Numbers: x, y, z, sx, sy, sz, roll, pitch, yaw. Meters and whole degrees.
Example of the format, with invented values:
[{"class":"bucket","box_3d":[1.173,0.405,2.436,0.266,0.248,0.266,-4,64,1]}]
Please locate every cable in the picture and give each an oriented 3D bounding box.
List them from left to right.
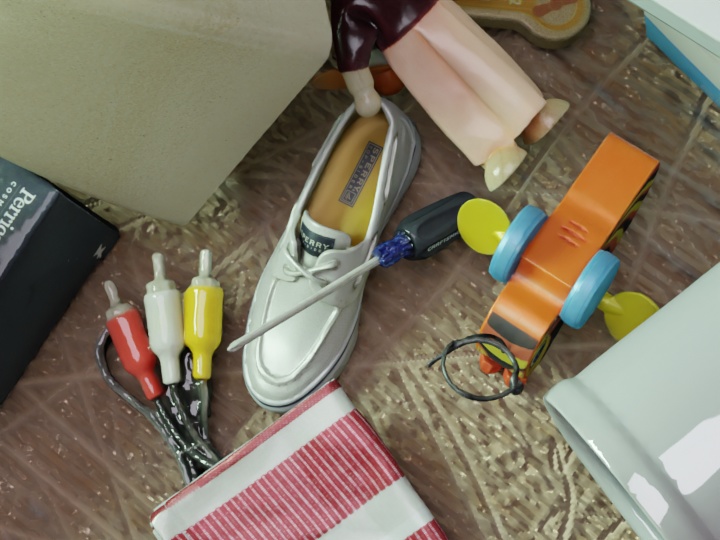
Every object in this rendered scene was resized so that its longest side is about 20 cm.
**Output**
[{"class":"cable","box_3d":[-0.111,0.092,1.093,0.096,0.050,0.202,-17,75,13]}]

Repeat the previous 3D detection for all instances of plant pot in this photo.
[{"class":"plant pot","box_3d":[-0.152,-0.167,1.031,0.200,0.175,0.202,-43,51,46]}]

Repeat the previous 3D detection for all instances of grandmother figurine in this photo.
[{"class":"grandmother figurine","box_3d":[0.032,-0.146,1.051,0.200,0.061,0.121,43,67,-6]}]

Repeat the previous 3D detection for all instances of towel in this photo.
[{"class":"towel","box_3d":[-0.015,0.185,1.049,0.143,0.023,0.201,-35,83,2]}]

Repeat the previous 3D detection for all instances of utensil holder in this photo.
[{"class":"utensil holder","box_3d":[0.224,0.072,0.966,0.199,0.170,0.170,-39,73,-2]}]

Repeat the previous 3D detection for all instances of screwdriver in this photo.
[{"class":"screwdriver","box_3d":[0.000,0.000,1.044,0.199,0.029,0.028,-30,86,-39]}]

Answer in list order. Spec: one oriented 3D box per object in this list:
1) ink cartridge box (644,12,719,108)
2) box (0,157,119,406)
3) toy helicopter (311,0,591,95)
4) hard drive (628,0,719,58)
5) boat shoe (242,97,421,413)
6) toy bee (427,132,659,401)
[{"class":"ink cartridge box","box_3d":[0.240,-0.167,0.998,0.128,0.200,0.125,-42,73,0]},{"class":"box","box_3d":[-0.293,-0.006,1.119,0.199,0.117,0.198,32,86,15]},{"class":"toy helicopter","box_3d":[0.042,-0.162,1.108,0.197,0.079,0.134,8,72,1]},{"class":"hard drive","box_3d":[0.190,-0.219,0.902,0.131,0.026,0.201,35,86,17]},{"class":"boat shoe","box_3d":[-0.022,-0.012,1.085,0.070,0.070,0.202,24,86,17]},{"class":"toy bee","box_3d":[0.098,0.013,1.051,0.199,0.109,0.131,-28,66,-23]}]
